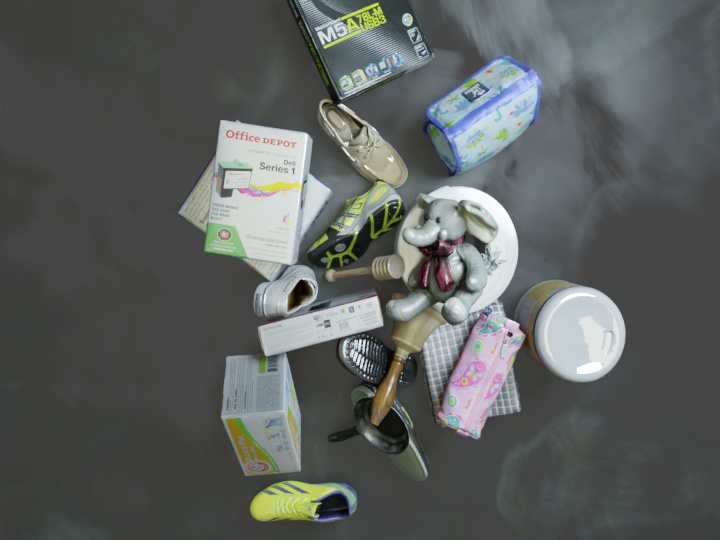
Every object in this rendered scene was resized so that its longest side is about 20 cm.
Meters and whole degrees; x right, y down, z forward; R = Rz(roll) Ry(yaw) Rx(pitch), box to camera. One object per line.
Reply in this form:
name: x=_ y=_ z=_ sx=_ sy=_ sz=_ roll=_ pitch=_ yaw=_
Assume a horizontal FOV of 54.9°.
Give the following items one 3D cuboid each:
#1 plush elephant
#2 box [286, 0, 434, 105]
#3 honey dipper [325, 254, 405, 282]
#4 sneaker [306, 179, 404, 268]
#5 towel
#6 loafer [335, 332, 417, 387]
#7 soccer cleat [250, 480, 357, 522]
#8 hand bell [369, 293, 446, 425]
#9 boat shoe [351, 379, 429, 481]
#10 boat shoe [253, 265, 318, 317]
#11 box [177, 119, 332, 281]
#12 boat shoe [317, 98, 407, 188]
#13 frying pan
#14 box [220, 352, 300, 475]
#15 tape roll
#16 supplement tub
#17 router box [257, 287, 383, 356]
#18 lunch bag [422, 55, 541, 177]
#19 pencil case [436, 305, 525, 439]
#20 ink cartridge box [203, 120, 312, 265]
plush elephant: x=0.124 y=-0.033 z=1.027 sx=0.198 sy=0.163 sz=0.158 roll=-35 pitch=108 yaw=-26
box: x=0.002 y=-0.409 z=1.168 sx=0.196 sy=0.047 sz=0.197 roll=-26 pitch=96 yaw=-17
honey dipper: x=0.000 y=0.000 z=1.161 sx=0.037 sy=0.198 sz=0.039 roll=3 pitch=85 yaw=-35
sneaker: x=-0.012 y=-0.077 z=1.210 sx=0.198 sy=0.075 sz=0.078 roll=-34 pitch=52 yaw=14
towel: x=0.189 y=0.166 z=1.210 sx=0.161 sy=0.086 sz=0.206 roll=-13 pitch=94 yaw=2
loafer: x=0.017 y=0.158 z=1.172 sx=0.070 sy=0.198 sz=0.075 roll=-1 pitch=67 yaw=40
soccer cleat: x=-0.102 y=0.413 z=1.225 sx=0.194 sy=0.084 sz=0.067 roll=-5 pitch=94 yaw=1
hand bell: x=0.060 y=0.152 z=1.123 sx=0.102 sy=0.104 sz=0.204 roll=24 pitch=81 yaw=-2
boat shoe: x=0.065 y=0.276 z=1.225 sx=0.071 sy=0.060 sz=0.203 roll=-31 pitch=95 yaw=45
boat shoe: x=-0.104 y=0.036 z=1.143 sx=0.068 sy=0.199 sz=0.073 roll=5 pitch=99 yaw=17
box: x=-0.175 y=-0.116 z=1.183 sx=0.198 sy=0.105 sz=0.186 roll=35 pitch=93 yaw=-3
boat shoe: x=0.002 y=-0.219 z=1.196 sx=0.200 sy=0.065 sz=0.072 roll=44 pitch=93 yaw=-2
frying pan: x=0.023 y=0.281 z=1.195 sx=0.115 sy=0.031 sz=0.191 roll=42 pitch=136 yaw=9
box: x=-0.159 y=0.243 z=1.150 sx=0.098 sy=0.203 sz=0.115 roll=-5 pitch=49 yaw=1
tape roll: x=0.155 y=-0.036 z=1.171 sx=0.196 sy=0.139 sz=0.210 roll=0 pitch=94 yaw=0
supplement tub: x=0.336 y=0.094 z=1.147 sx=0.141 sy=0.200 sz=0.150 roll=0 pitch=93 yaw=0
router box: x=-0.061 y=0.082 z=1.158 sx=0.194 sy=0.180 sz=0.050 roll=-15 pitch=93 yaw=0
lunch bag: x=0.197 y=-0.249 z=1.127 sx=0.168 sy=0.200 sz=0.129 roll=-34 pitch=93 yaw=3
pencil case: x=0.197 y=0.167 z=1.128 sx=0.086 sy=0.087 sz=0.204 roll=25 pitch=95 yaw=-1
ink cartridge box: x=-0.159 y=-0.122 z=1.088 sx=0.140 sy=0.084 sz=0.207 roll=8 pitch=94 yaw=0
